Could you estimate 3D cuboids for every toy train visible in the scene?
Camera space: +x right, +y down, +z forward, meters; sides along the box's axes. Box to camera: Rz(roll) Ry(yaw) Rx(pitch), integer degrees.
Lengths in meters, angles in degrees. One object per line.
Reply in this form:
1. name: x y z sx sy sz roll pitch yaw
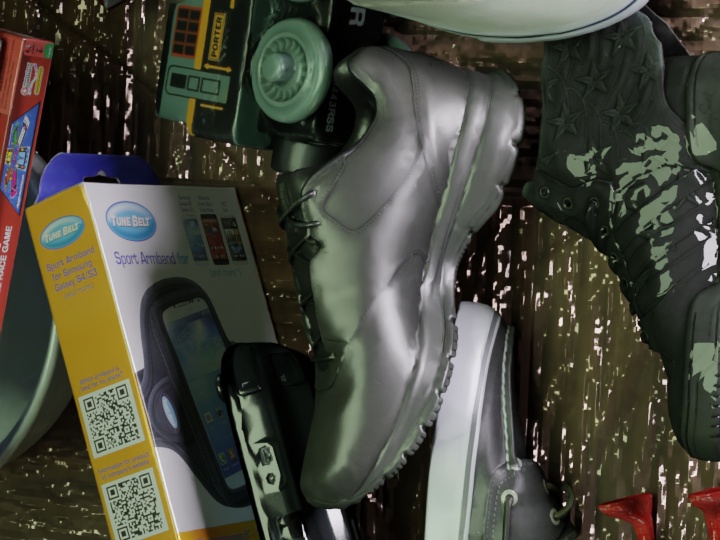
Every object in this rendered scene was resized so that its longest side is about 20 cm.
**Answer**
1. toy train: -0.030 -0.141 1.116 0.114 0.085 0.201 12 97 41

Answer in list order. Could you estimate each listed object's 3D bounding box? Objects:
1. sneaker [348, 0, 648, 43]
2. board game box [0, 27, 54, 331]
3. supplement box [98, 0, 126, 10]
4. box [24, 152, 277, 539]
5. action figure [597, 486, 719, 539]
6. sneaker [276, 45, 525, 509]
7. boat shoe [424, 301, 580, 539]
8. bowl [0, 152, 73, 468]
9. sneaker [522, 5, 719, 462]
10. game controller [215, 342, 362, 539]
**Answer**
1. sneaker: 0.021 -0.130 1.013 0.199 0.071 0.073 6 102 9
2. board game box: -0.190 -0.013 1.128 0.103 0.019 0.201 20 101 49
3. supplement box: -0.152 -0.231 1.166 0.061 0.109 0.200 -32 71 -9
4. box: -0.082 0.039 1.125 0.041 0.119 0.201 -19 81 30
5. action figure: 0.124 0.194 1.015 0.065 0.099 0.201 -10 88 33
6. sneaker: 0.000 0.000 1.055 0.076 0.090 0.201 162 126 -69
7. boat shoe: 0.060 0.115 1.072 0.066 0.070 0.201 4 80 3
8. bowl: -0.196 0.013 1.212 0.200 0.090 0.202 0 90 32
9. sneaker: 0.116 -0.024 1.039 0.104 0.060 0.201 2 86 31
10. game controller: -0.018 0.128 1.095 0.042 0.104 0.201 -15 82 5
